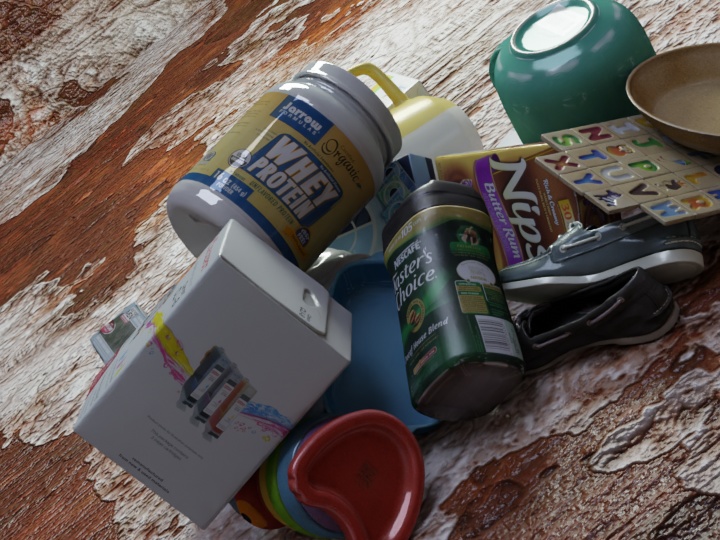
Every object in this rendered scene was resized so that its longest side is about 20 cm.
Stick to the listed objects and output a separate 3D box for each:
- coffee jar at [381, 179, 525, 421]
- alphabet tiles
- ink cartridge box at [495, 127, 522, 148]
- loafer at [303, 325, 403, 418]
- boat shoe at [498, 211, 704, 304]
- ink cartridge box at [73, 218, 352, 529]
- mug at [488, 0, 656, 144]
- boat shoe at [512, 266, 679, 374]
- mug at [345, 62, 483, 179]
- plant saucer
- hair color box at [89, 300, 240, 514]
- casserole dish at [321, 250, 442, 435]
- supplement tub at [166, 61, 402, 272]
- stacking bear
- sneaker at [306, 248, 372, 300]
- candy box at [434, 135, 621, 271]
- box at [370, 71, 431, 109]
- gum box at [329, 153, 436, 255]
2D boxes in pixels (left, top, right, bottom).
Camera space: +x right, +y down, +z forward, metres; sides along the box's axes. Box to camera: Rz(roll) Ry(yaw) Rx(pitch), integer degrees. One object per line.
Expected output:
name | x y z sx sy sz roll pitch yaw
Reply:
coffee jar | 0.077 0.023 1.458 0.104 0.085 0.200 -53 37 44
alphabet tiles | 0.258 -0.091 1.441 0.200 0.006 0.166 -13 36 -31
ink cartridge box | 0.211 -0.130 1.697 0.200 0.067 0.116 -48 25 -25
loafer | 0.000 0.118 1.559 0.200 0.073 0.072 -32 60 -3
boat shoe | 0.204 -0.012 1.450 0.200 0.073 0.062 -13 69 35
ink cartridge box | -0.121 0.084 1.428 0.200 0.145 0.145 -48 10 10
mug | 0.192 -0.187 1.605 0.185 0.114 0.152 -12 37 28
boat shoe | 0.178 0.040 1.428 0.200 0.057 0.067 -18 30 40
mug | 0.044 -0.129 1.820 0.153 0.187 0.149 -35 28 -17
plant saucer | 0.338 -0.150 1.495 0.200 0.035 0.200 -3 31 2
hair color box | -0.165 0.130 1.584 0.061 0.200 0.099 -40 22 -7
casserole dish | 0.027 0.073 1.512 0.121 0.039 0.200 2 55 3
supplement tub | -0.069 -0.085 1.568 0.200 0.145 0.145 -49 24 -20
stacking bear | -0.042 0.181 1.432 0.114 0.121 0.200 -52 18 -27
sneaker | -0.071 0.050 1.597 0.200 0.078 0.099 -37 34 -22
candy box | 0.157 -0.061 1.569 0.056 0.117 0.200 -14 6 -35
box | 0.008 -0.122 1.937 0.200 0.113 0.101 -42 22 -7
gum box | 0.000 0.000 1.656 0.200 0.170 0.045 -22 -18 32
